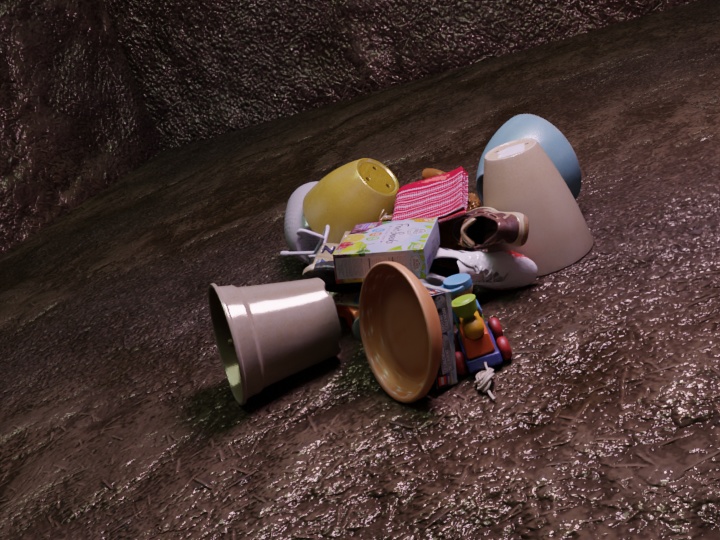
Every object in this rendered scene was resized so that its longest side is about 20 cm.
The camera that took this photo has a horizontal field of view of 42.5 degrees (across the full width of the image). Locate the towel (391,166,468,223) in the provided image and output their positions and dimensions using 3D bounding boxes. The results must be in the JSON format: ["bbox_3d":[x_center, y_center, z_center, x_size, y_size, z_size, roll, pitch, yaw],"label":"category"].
[{"bbox_3d":[0.125,-0.126,1.674,0.143,0.023,0.200,-17,23,14],"label":"towel"}]

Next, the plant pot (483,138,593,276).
[{"bbox_3d":[0.287,-0.118,1.601,0.185,0.202,0.188,-18,20,7],"label":"plant pot"}]

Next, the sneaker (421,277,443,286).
[{"bbox_3d":[0.110,0.020,1.642,0.199,0.086,0.072,23,26,35],"label":"sneaker"}]

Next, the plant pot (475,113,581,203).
[{"bbox_3d":[0.297,-0.173,1.749,0.134,0.202,0.199,-35,24,-26],"label":"plant pot"}]

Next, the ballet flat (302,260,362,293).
[{"bbox_3d":[0.000,0.000,1.575,0.197,0.067,0.057,-4,50,6],"label":"ballet flat"}]

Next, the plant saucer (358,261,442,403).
[{"bbox_3d":[0.060,0.086,1.318,0.037,0.203,0.200,-10,13,-27],"label":"plant saucer"}]

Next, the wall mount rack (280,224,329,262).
[{"bbox_3d":[-0.121,0.006,1.766,0.174,0.074,0.202,129,157,-69],"label":"wall mount rack"}]

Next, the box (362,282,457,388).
[{"bbox_3d":[0.070,0.084,1.382,0.040,0.139,0.199,-12,13,-27],"label":"box"}]

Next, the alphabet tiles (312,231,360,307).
[{"bbox_3d":[0.005,-0.002,1.624,0.198,0.006,0.167,6,51,24],"label":"alphabet tiles"}]

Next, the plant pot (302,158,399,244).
[{"bbox_3d":[0.000,-0.143,1.890,0.142,0.200,0.200,-52,-3,38],"label":"plant pot"}]

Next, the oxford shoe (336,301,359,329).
[{"bbox_3d":[-0.013,0.043,1.659,0.072,0.072,0.200,-24,38,-13],"label":"oxford shoe"}]

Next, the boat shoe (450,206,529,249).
[{"bbox_3d":[0.196,-0.069,1.538,0.071,0.073,0.200,0,5,-25],"label":"boat shoe"}]

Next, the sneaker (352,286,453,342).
[{"bbox_3d":[0.080,0.073,1.524,0.198,0.071,0.080,-16,12,-8],"label":"sneaker"}]

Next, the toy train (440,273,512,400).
[{"bbox_3d":[0.161,0.087,1.315,0.084,0.117,0.200,-19,19,5],"label":"toy train"}]

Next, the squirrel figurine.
[{"bbox_3d":[0.127,-0.093,1.778,0.185,0.143,0.199,-24,26,-30],"label":"squirrel figurine"}]

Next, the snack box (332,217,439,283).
[{"bbox_3d":[0.046,-0.034,1.464,0.140,0.054,0.200,-3,16,11],"label":"snack box"}]

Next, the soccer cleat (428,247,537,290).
[{"bbox_3d":[0.191,0.000,1.528,0.198,0.069,0.085,8,17,12],"label":"soccer cleat"}]

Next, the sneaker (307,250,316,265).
[{"bbox_3d":[-0.012,-0.013,1.812,0.129,0.080,0.199,-27,21,-22],"label":"sneaker"}]

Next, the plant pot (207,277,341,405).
[{"bbox_3d":[-0.135,0.098,1.519,0.182,0.203,0.200,-14,17,-17],"label":"plant pot"}]

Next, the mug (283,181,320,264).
[{"bbox_3d":[-0.068,-0.087,2.002,0.198,0.149,0.176,10,26,-5],"label":"mug"}]
